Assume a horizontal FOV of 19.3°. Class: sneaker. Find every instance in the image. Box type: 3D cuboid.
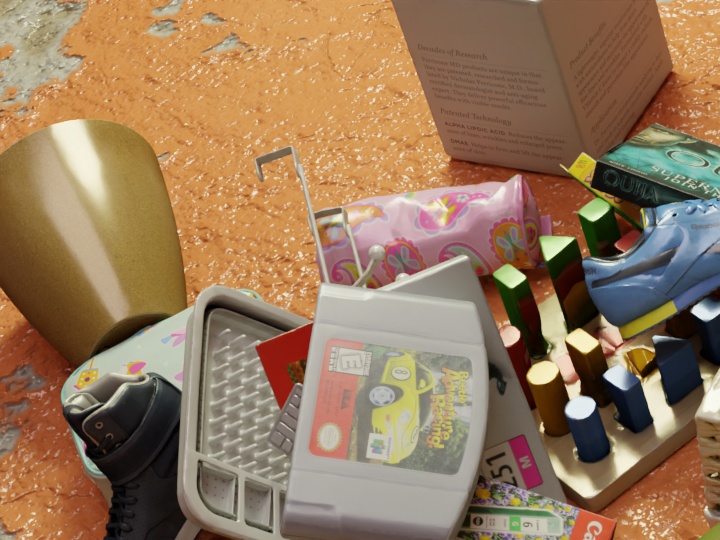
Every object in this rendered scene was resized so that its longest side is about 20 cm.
[{"bbox_3d":[0.257,-0.028,1.554,0.199,0.079,0.066,-30,-1,6],"label":"sneaker"},{"bbox_3d":[-0.190,0.173,1.609,0.203,0.146,0.077,-56,28,-9],"label":"sneaker"}]

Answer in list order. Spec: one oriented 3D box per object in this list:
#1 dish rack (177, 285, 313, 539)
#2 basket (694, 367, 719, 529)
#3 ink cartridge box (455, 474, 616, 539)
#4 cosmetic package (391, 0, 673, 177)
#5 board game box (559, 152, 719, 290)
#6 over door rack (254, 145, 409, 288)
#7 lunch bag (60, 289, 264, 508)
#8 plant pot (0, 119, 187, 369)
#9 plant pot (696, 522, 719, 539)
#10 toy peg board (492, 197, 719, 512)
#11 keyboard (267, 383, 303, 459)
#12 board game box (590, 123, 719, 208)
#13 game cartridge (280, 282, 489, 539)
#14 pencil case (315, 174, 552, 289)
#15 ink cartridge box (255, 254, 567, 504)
[{"bbox_3d":[-0.072,0.125,1.612,0.043,0.171,0.202,-31,48,43],"label":"dish rack"},{"bbox_3d":[0.331,0.089,1.487,0.135,0.124,0.200,10,48,34],"label":"basket"},{"bbox_3d":[0.126,0.214,1.450,0.198,0.051,0.109,18,50,12],"label":"ink cartridge box"},{"bbox_3d":[0.153,-0.215,1.874,0.164,0.201,0.165,11,49,36],"label":"cosmetic package"},{"bbox_3d":[0.243,-0.032,1.699,0.030,0.095,0.200,-53,40,2],"label":"board game box"},{"bbox_3d":[0.000,0.000,1.683,0.066,0.148,0.201,-29,64,6],"label":"over door rack"},{"bbox_3d":[-0.143,0.116,1.737,0.199,0.077,0.161,-27,42,-3],"label":"lunch bag"},{"bbox_3d":[-0.229,0.001,1.854,0.185,0.187,0.201,-27,51,-5],"label":"plant pot"},{"bbox_3d":[0.277,0.223,1.323,0.199,0.202,0.193,11,38,36],"label":"plant pot"},{"bbox_3d":[0.182,0.051,1.630,0.199,0.098,0.199,-36,39,-15],"label":"toy peg board"},{"bbox_3d":[0.021,0.160,1.548,0.199,0.057,0.011,35,20,13],"label":"keyboard"},{"bbox_3d":[0.296,-0.059,1.665,0.199,0.028,0.135,22,25,21],"label":"board game box"},{"bbox_3d":[0.023,0.102,1.469,0.132,0.041,0.201,9,57,-2],"label":"game cartridge"},{"bbox_3d":[0.060,-0.028,1.802,0.198,0.088,0.088,-10,40,15],"label":"pencil case"},{"bbox_3d":[0.036,0.113,1.560,0.172,0.202,0.044,-22,2,-1],"label":"ink cartridge box"}]
